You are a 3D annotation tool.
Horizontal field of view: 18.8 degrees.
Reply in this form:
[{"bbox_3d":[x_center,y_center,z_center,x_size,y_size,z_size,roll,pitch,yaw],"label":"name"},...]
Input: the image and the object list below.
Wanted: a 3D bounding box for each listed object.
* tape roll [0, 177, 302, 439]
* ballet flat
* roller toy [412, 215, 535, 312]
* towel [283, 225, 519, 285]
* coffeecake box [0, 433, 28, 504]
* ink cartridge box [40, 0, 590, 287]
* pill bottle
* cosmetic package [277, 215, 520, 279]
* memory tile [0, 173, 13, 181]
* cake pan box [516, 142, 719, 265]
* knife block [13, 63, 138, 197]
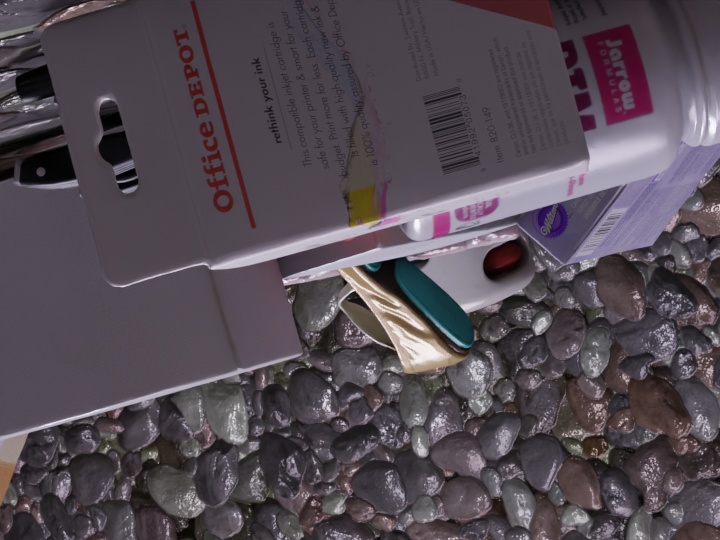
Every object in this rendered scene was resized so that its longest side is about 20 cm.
[{"bbox_3d":[-0.147,0.010,1.282,0.202,0.139,0.203,-16,177,-1],"label":"tape roll"},{"bbox_3d":[0.000,0.000,1.463,0.063,0.200,0.069,-26,-151,26],"label":"ballet flat"},{"bbox_3d":[0.098,-0.030,2.463,0.200,0.140,0.182,-18,-171,-4],"label":"roller toy"},{"bbox_3d":[-0.012,-0.046,1.583,0.200,0.032,0.191,-12,-154,-18],"label":"towel"},{"bbox_3d":[-0.328,0.078,1.339,0.200,0.073,0.153,18,175,26],"label":"coffeecake box"},{"bbox_3d":[-0.017,-0.070,0.886,0.200,0.117,0.067,-15,178,5],"label":"ink cartridge box"},{"bbox_3d":[0.106,-0.095,1.183,0.200,0.114,0.113,-16,178,-5],"label":"pill bottle"},{"bbox_3d":[0.014,-0.063,1.380,0.081,0.113,0.200,-17,179,31],"label":"cosmetic package"},{"bbox_3d":[-0.155,-0.065,1.383,0.200,0.017,0.153,-14,178,-44],"label":"memory tile"},{"bbox_3d":[0.205,-0.092,1.475,0.200,0.052,0.184,-56,160,21],"label":"cake pan box"},{"bbox_3d":[-0.054,-0.084,0.955,0.175,0.064,0.200,-15,178,-35],"label":"knife block"}]
